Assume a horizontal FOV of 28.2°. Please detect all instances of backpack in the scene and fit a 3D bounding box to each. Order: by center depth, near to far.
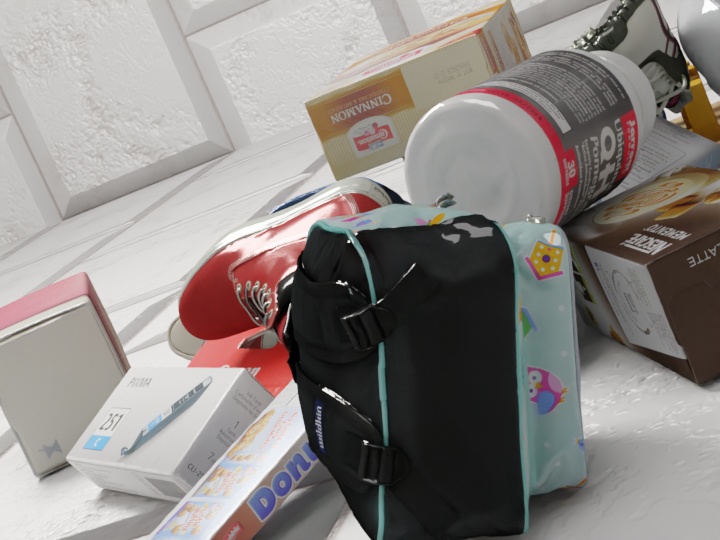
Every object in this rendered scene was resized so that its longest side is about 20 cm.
[{"bbox_3d":[0.036,0.048,0.792,0.152,0.177,0.200,-10,8,-18],"label":"backpack"}]

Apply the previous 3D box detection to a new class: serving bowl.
[{"bbox_3d":[0.335,-0.156,1.159,0.066,0.199,0.200,-59,0,19],"label":"serving bowl"}]

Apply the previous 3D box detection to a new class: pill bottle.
[{"bbox_3d":[0.125,-0.088,0.977,0.110,0.111,0.200,-14,11,39],"label":"pill bottle"}]

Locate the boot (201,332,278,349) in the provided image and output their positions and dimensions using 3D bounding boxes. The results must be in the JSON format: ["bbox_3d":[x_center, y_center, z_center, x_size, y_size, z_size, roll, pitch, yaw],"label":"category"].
[{"bbox_3d":[-0.048,0.031,1.256,0.200,0.073,0.144,-37,16,-37],"label":"boot"}]

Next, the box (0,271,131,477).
[{"bbox_3d":[-0.277,0.090,1.333,0.108,0.129,0.200,-24,12,-8],"label":"box"}]

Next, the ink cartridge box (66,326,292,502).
[{"bbox_3d":[-0.121,0.090,1.085,0.200,0.045,0.177,-6,44,57],"label":"ink cartridge box"}]

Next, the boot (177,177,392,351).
[{"bbox_3d":[-0.071,0.024,1.036,0.199,0.072,0.145,-29,25,30],"label":"boot"}]

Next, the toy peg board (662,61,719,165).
[{"bbox_3d":[0.333,-0.171,1.359,0.198,0.098,0.200,-21,11,13],"label":"toy peg board"}]

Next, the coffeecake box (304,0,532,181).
[{"bbox_3d":[0.056,-0.157,1.214,0.153,0.073,0.200,-19,13,19],"label":"coffeecake box"}]

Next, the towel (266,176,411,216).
[{"bbox_3d":[0.000,-0.040,1.341,0.111,0.049,0.200,-19,-18,17],"label":"towel"}]

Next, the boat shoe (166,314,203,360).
[{"bbox_3d":[-0.081,0.043,1.343,0.199,0.067,0.057,-20,-17,6],"label":"boat shoe"}]

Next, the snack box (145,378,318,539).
[{"bbox_3d":[-0.057,0.119,0.915,0.072,0.024,0.200,-8,32,52],"label":"snack box"}]

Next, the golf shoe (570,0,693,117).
[{"bbox_3d":[0.224,-0.168,1.127,0.077,0.088,0.200,-41,-8,20],"label":"golf shoe"}]

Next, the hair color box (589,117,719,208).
[{"bbox_3d":[0.183,-0.055,1.128,0.199,0.061,0.099,-31,46,-33],"label":"hair color box"}]

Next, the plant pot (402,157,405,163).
[{"bbox_3d":[0.147,-0.093,1.276,0.199,0.141,0.200,-23,11,5],"label":"plant pot"}]

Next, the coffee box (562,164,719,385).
[{"bbox_3d":[0.207,-0.005,0.904,0.114,0.080,0.200,-26,11,-4],"label":"coffee box"}]
